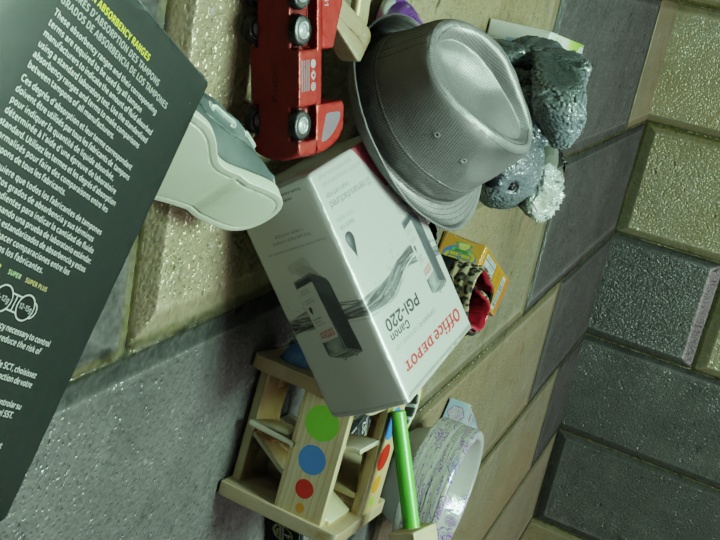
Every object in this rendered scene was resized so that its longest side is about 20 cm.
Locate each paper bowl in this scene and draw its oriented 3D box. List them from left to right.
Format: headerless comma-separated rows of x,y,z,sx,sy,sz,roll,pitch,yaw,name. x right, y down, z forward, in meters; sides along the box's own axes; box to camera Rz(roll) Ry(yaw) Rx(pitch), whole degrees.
0.101,0.315,1.403,0.201,0.104,0.202,-51,150,-44,paper bowl

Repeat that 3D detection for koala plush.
0.180,-0.158,1.115,0.184,0.176,0.201,-50,151,-51,koala plush

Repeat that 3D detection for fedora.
0.081,-0.137,0.800,0.200,0.090,0.178,45,49,-31,fedora

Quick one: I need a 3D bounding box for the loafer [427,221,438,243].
0.048,-0.079,0.988,0.073,0.071,0.200,-65,158,-17,loafer

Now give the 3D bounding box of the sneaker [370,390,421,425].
0.053,0.124,1.165,0.201,0.078,0.090,-71,161,-1,sneaker

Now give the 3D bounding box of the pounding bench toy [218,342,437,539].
-0.003,0.162,0.886,0.124,0.199,0.157,-4,112,-67,pounding bench toy

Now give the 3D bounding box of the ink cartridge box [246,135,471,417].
0.000,0.000,0.793,0.146,0.084,0.201,-40,111,-53,ink cartridge box

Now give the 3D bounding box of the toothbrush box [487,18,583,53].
0.221,-0.246,1.262,0.200,0.086,0.147,-15,121,-64,toothbrush box

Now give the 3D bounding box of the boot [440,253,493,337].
0.062,0.031,1.005,0.073,0.150,0.200,-59,156,-28,boot

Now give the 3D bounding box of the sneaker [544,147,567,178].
0.303,-0.183,1.527,0.201,0.079,0.074,-65,156,-20,sneaker

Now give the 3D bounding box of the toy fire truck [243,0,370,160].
-0.026,-0.191,0.711,0.141,0.048,0.201,-24,120,-53,toy fire truck

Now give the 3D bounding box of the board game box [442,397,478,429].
0.145,0.344,1.623,0.200,0.041,0.200,-64,158,-20,board game box

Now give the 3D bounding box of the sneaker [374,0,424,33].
0.071,-0.200,0.922,0.081,0.088,0.200,-68,157,-2,sneaker

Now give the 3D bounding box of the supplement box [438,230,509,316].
0.158,0.007,1.342,0.069,0.066,0.200,-65,158,-8,supplement box

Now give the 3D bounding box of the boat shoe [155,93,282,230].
-0.118,-0.086,0.618,0.200,0.072,0.062,35,31,-61,boat shoe

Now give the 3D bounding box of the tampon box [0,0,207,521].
-0.180,-0.033,0.353,0.201,0.149,0.126,-67,159,-11,tampon box

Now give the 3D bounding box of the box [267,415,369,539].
-0.047,0.269,1.077,0.161,0.049,0.201,-44,146,-48,box
